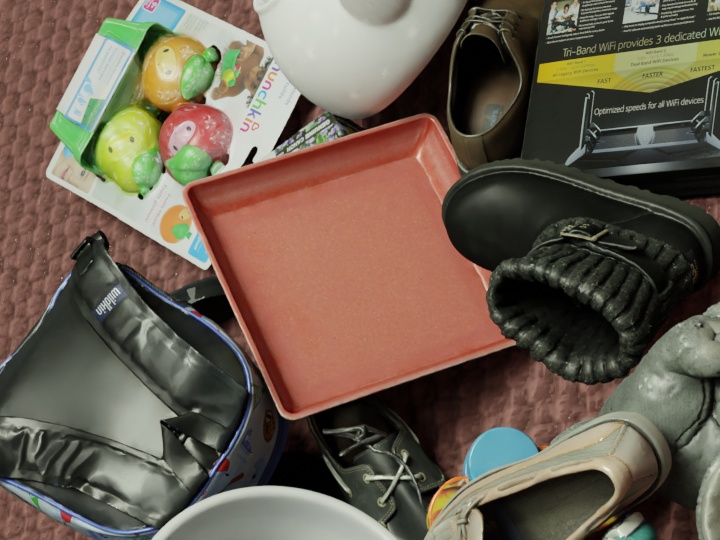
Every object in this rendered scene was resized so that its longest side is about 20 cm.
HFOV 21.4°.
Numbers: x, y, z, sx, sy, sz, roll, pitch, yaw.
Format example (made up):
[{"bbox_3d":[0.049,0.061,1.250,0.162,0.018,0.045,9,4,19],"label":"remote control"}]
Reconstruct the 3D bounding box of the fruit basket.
[{"bbox_3d":[-0.154,-0.122,1.549,0.200,0.094,0.186,30,92,39],"label":"fruit basket"}]

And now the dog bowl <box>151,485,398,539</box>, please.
[{"bbox_3d":[-0.052,0.237,1.182,0.079,0.199,0.201,110,146,-47],"label":"dog bowl"}]

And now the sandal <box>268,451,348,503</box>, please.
[{"bbox_3d":[-0.024,0.196,1.345,0.076,0.043,0.200,-51,49,11],"label":"sandal"}]

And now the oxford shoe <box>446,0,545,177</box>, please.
[{"bbox_3d":[0.102,-0.164,1.354,0.072,0.084,0.201,0,66,17],"label":"oxford shoe"}]

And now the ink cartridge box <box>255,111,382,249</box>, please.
[{"bbox_3d":[-0.023,-0.010,1.423,0.109,0.050,0.201,-34,54,23],"label":"ink cartridge box"}]

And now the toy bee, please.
[{"bbox_3d":[0.085,0.156,1.221,0.199,0.131,0.109,-4,79,21],"label":"toy bee"}]

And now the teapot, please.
[{"bbox_3d":[-0.013,-0.220,1.401,0.200,0.146,0.198,-39,24,48],"label":"teapot"}]

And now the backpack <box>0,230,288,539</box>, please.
[{"bbox_3d":[-0.149,0.107,1.296,0.190,0.154,0.200,27,82,35],"label":"backpack"}]

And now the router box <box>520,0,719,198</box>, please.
[{"bbox_3d":[0.210,-0.129,1.283,0.199,0.052,0.158,-3,70,38],"label":"router box"}]

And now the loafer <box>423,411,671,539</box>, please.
[{"bbox_3d":[0.092,0.149,1.113,0.200,0.063,0.072,-40,84,33],"label":"loafer"}]

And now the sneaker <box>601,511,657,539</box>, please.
[{"bbox_3d":[0.160,0.222,1.118,0.079,0.201,0.077,27,48,33],"label":"sneaker"}]

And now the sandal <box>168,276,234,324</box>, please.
[{"bbox_3d":[-0.175,0.068,1.501,0.200,0.075,0.048,-30,65,26],"label":"sandal"}]

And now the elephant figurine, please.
[{"bbox_3d":[0.243,0.122,1.111,0.200,0.141,0.155,54,140,19],"label":"elephant figurine"}]

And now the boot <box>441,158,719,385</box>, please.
[{"bbox_3d":[0.113,-0.004,1.223,0.210,0.158,0.080,9,120,34],"label":"boot"}]

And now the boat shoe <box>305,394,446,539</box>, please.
[{"bbox_3d":[0.019,0.147,1.307,0.072,0.068,0.200,-33,53,-4],"label":"boat shoe"}]

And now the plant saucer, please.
[{"bbox_3d":[0.000,0.000,1.335,0.199,0.037,0.200,-18,62,-16],"label":"plant saucer"}]
